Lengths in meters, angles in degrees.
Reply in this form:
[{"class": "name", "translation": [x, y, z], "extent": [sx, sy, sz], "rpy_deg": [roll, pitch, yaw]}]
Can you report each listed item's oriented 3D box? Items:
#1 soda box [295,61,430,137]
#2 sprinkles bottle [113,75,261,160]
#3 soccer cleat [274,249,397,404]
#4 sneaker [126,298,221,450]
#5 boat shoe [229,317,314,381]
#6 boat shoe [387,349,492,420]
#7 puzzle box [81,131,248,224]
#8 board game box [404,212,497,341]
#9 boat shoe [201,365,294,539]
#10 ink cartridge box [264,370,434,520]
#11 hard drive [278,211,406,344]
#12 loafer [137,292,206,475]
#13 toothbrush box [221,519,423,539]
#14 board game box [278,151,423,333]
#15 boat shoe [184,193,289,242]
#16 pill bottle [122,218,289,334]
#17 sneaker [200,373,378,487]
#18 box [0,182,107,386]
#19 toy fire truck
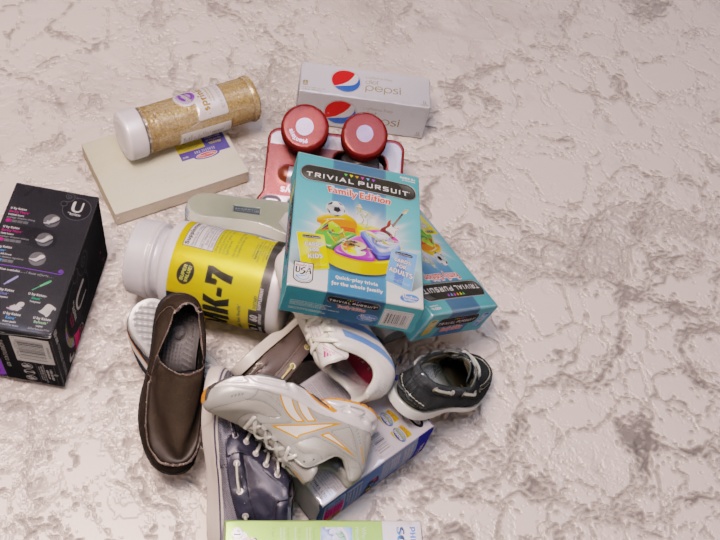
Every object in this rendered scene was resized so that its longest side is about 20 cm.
[{"class": "soda box", "translation": [0.003, -0.257, 1.360], "extent": [0.197, 0.068, 0.064], "rpy_deg": [6, 55, -7]}, {"class": "sprinkles bottle", "translation": [-0.239, -0.213, 1.255], "extent": [0.198, 0.069, 0.069], "rpy_deg": [-22, 63, -24]}, {"class": "soccer cleat", "translation": [-0.035, 0.060, 1.006], "extent": [0.201, 0.070, 0.086], "rpy_deg": [51, 32, 4]}, {"class": "sneaker", "translation": [-0.206, 0.124, 1.066], "extent": [0.078, 0.079, 0.201], "rpy_deg": [-31, 91, -20]}, {"class": "boat shoe", "translation": [-0.068, 0.085, 1.070], "extent": [0.060, 0.072, 0.200], "rpy_deg": [50, 46, 2]}, {"class": "boat shoe", "translation": [0.112, 0.128, 1.076], "extent": [0.076, 0.060, 0.199], "rpy_deg": [47, 29, 18]}, {"class": "puzzle box", "translation": [-0.271, -0.149, 1.263], "extent": [0.198, 0.026, 0.134], "rpy_deg": [-20, 62, -23]}, {"class": "board game box", "translation": [0.061, -0.011, 1.125], "extent": [0.150, 0.047, 0.201], "rpy_deg": [-4, 50, -52]}, {"class": "boat shoe", "translation": [-0.119, 0.204, 0.986], "extent": [0.092, 0.075, 0.203], "rpy_deg": [-4, 86, 6]}, {"class": "ink cartridge box", "translation": [-0.010, 0.182, 1.057], "extent": [0.199, 0.077, 0.137], "rpy_deg": [-31, 67, -25]}, {"class": "hard drive", "translation": [0.000, 0.000, 1.129], "extent": [0.200, 0.026, 0.131], "rpy_deg": [50, 30, 18]}, {"class": "loafer", "translation": [-0.205, 0.122, 0.989], "extent": [0.072, 0.071, 0.203], "rpy_deg": [1, 82, -17]}, {"class": "toothbrush box", "translation": [-0.044, 0.317, 0.918], "extent": [0.197, 0.146, 0.087], "rpy_deg": [2, 56, -10]}, {"class": "board game box", "translation": [-0.008, -0.035, 1.015], "extent": [0.149, 0.047, 0.202], "rpy_deg": [11, 49, -11]}, {"class": "boat shoe", "translation": [-0.135, -0.049, 1.195], "extent": [0.198, 0.072, 0.070], "rpy_deg": [10, 41, -9]}, {"class": "pill bottle", "translation": [-0.183, 0.003, 1.118], "extent": [0.198, 0.115, 0.115], "rpy_deg": [12, 55, 6]}, {"class": "sneaker", "translation": [-0.074, 0.171, 0.945], "extent": [0.198, 0.076, 0.093], "rpy_deg": [18, 62, -19]}, {"class": "box", "translation": [-0.379, 0.016, 1.071], "extent": [0.105, 0.123, 0.202], "rpy_deg": [9, 55, -4]}, {"class": "toy fire truck", "translation": [-0.042, -0.127, 1.255], "extent": [0.197, 0.112, 0.170], "rpy_deg": [7, 79, -5]}]
